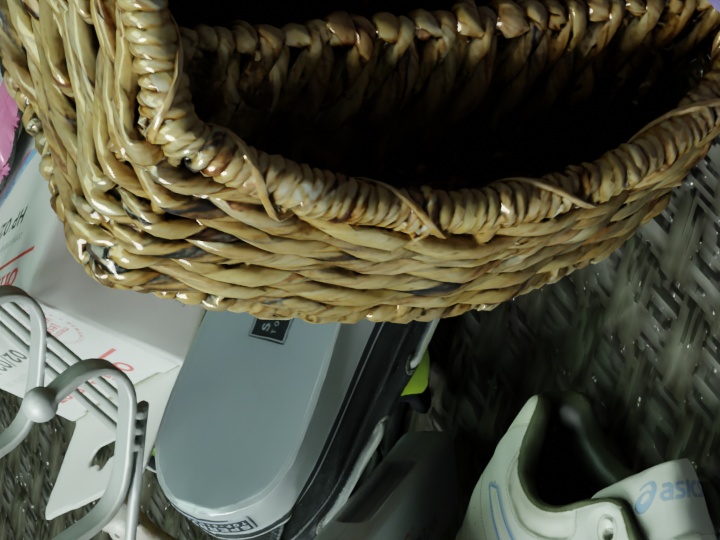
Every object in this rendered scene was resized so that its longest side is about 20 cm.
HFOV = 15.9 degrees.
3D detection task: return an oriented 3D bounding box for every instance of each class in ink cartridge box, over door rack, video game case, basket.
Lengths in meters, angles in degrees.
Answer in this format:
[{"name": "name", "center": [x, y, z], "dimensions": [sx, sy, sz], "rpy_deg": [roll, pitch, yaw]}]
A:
[{"name": "ink cartridge box", "center": [-0.097, -0.016, 0.977], "dimensions": [0.115, 0.068, 0.201], "rpy_deg": [-29, 40, 61]}, {"name": "over door rack", "center": [-0.123, 0.101, 0.889], "dimensions": [0.148, 0.066, 0.201], "rpy_deg": [34, 135, 52]}, {"name": "video game case", "center": [0.015, 0.168, 0.835], "dimensions": [0.182, 0.022, 0.201], "rpy_deg": [-36, -58, -75]}, {"name": "basket", "center": [0.016, -0.079, 0.701], "dimensions": [0.149, 0.199, 0.143], "rpy_deg": [-57, 46, 50]}]

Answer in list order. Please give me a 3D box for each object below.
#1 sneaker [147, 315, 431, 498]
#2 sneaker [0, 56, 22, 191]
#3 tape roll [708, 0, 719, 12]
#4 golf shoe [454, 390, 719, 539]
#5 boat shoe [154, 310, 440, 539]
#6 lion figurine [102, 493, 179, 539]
[{"name": "sneaker", "center": [-0.032, 0.057, 0.965], "dimensions": [0.200, 0.071, 0.083], "rpy_deg": [-45, 60, 57]}, {"name": "sneaker", "center": [-0.169, -0.123, 0.994], "dimensions": [0.080, 0.086, 0.201], "rpy_deg": [170, 106, -71]}, {"name": "tape roll", "center": [0.138, -0.148, 0.579], "dimensions": [0.200, 0.085, 0.201], "rpy_deg": [20, 113, 60]}, {"name": "golf shoe", "center": [0.085, 0.107, 0.757], "dimensions": [0.200, 0.078, 0.098], "rpy_deg": [40, 125, 51]}, {"name": "boat shoe", "center": [0.002, 0.001, 0.851], "dimensions": [0.073, 0.068, 0.200], "rpy_deg": [12, 74, 29]}, {"name": "lion figurine", "center": [-0.035, 0.130, 0.965], "dimensions": [0.200, 0.122, 0.073], "rpy_deg": [-13, 42, 57]}]
